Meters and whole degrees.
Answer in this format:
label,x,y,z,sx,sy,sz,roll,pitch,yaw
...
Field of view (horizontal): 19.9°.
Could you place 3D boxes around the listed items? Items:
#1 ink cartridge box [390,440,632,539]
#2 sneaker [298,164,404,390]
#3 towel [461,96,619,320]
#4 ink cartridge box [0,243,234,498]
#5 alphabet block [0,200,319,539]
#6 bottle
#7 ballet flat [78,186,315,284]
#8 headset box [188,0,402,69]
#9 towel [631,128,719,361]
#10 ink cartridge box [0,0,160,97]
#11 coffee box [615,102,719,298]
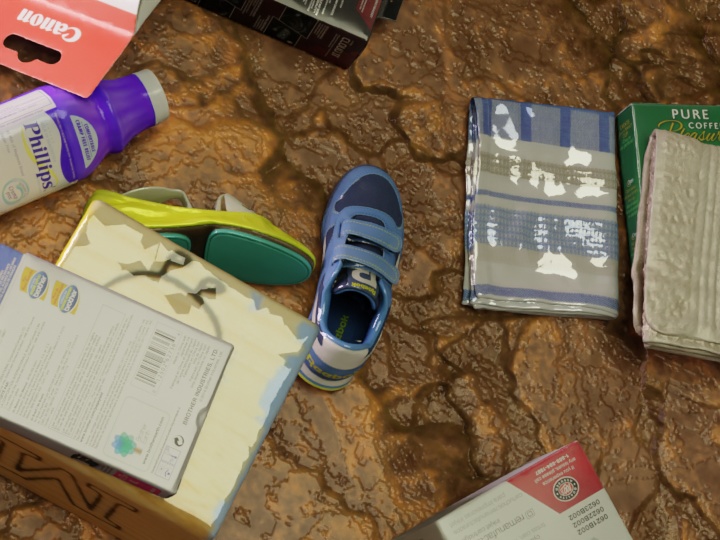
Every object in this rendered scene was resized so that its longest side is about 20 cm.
label,x,y,z,sx,sy,sz,roll,pitch,yaw
ink cartridge box,0.145,0.267,1.661,0.145,0.145,0.200,-27,85,-21
sneaker,0.000,0.000,1.726,0.074,0.082,0.200,15,70,-10
towel,0.162,-0.055,1.817,0.147,0.024,0.200,6,74,-15
ink cartridge box,-0.204,0.069,1.465,0.200,0.042,0.119,25,71,-10
alphabet block,-0.175,0.093,1.591,0.200,0.196,0.195,29,68,-6
bottle,-0.255,-0.108,1.684,0.200,0.065,0.084,-24,121,-21
ballet flat,-0.135,-0.036,1.711,0.200,0.067,0.067,6,53,-12
headset box,-0.051,-0.280,1.790,0.200,0.077,0.149,22,71,-10
towel,0.307,-0.018,1.796,0.132,0.034,0.200,12,72,-14
ink cartridge box,-0.235,-0.254,1.704,0.162,0.057,0.200,22,62,28
coffee box,0.300,-0.051,1.844,0.123,0.044,0.200,-2,77,-16
